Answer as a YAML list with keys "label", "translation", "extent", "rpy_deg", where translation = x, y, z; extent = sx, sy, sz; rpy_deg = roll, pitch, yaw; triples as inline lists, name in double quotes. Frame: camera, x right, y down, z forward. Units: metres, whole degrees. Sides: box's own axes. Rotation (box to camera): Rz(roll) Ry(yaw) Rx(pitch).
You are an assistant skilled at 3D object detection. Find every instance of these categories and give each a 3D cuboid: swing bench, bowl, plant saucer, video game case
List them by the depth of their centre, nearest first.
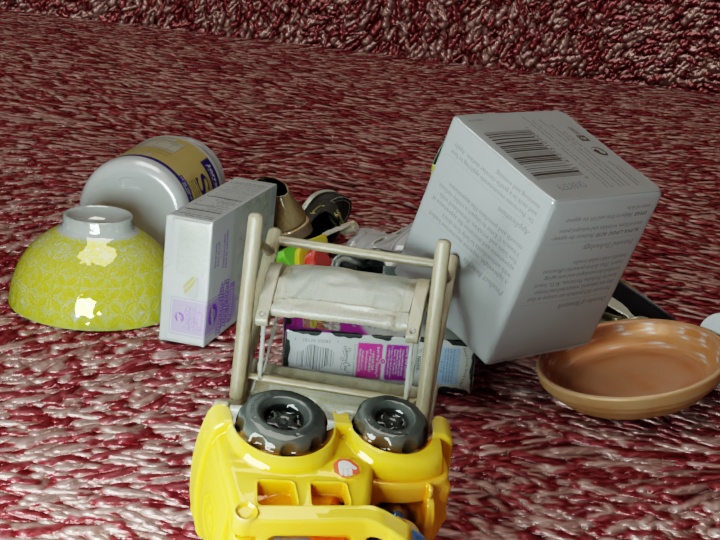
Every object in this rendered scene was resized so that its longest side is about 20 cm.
- label: "swing bench"
  translation: [-0.019, 0.062, 1.401]
  extent: [0.198, 0.200, 0.130]
  rpy_deg: [9, -5, 8]
- label: "plant saucer"
  translation: [0.285, 0.105, 1.513]
  extent: [0.200, 0.038, 0.200]
  rpy_deg: [-7, 20, 3]
- label: "bowl"
  translation: [-0.304, -0.014, 1.667]
  extent: [0.200, 0.108, 0.200]
  rpy_deg: [4, 17, -1]
- label: "video game case"
  translation: [0.275, -0.004, 1.768]
  extent: [0.200, 0.026, 0.181]
  rpy_deg: [31, 8, -23]

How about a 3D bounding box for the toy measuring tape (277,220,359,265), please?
- label: "toy measuring tape"
  translation: [-0.051, -0.007, 1.772]
  extent: [0.073, 0.074, 0.200]
  rpy_deg: [14, 20, 26]

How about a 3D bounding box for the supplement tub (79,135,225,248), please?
- label: "supplement tub"
  translation: [-0.262, -0.094, 1.868]
  extent: [0.145, 0.146, 0.200]
  rpy_deg: [8, 18, 10]

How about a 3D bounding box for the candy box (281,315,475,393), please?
- label: "candy box"
  translation: [0.016, 0.075, 1.549]
  extent: [0.200, 0.061, 0.136]
  rpy_deg: [4, 17, -3]

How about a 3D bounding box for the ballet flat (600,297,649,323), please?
- label: "ballet flat"
  translation: [0.258, 0.049, 1.691]
  extent: [0.069, 0.070, 0.200]
  rpy_deg: [-10, 23, -39]

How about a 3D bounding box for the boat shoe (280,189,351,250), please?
- label: "boat shoe"
  translation: [-0.058, -0.054, 1.924]
  extent: [0.060, 0.072, 0.201]
  rpy_deg: [10, 26, 26]

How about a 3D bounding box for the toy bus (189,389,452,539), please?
- label: "toy bus"
  translation: [-0.018, 0.195, 1.074]
  extent: [0.200, 0.136, 0.192]
  rpy_deg: [3, 30, -15]

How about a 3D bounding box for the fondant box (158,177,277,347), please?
- label: "fondant box"
  translation: [-0.159, -0.013, 1.642]
  extent: [0.058, 0.145, 0.200]
  rpy_deg: [11, 19, 16]

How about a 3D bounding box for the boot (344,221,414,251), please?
- label: "boot"
  translation: [0.046, -0.040, 1.902]
  extent: [0.095, 0.074, 0.200]
  rpy_deg: [11, 16, 20]

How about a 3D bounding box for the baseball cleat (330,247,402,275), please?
- label: "baseball cleat"
  translation: [0.000, 0.000, 1.653]
  extent: [0.106, 0.070, 0.200]
  rpy_deg: [8, -11, -28]

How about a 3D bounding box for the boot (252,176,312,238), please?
- label: "boot"
  translation: [-0.127, -0.092, 1.847]
  extent: [0.074, 0.076, 0.200]
  rpy_deg: [-31, 24, -21]

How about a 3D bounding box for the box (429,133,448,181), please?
- label: "box"
  translation: [0.108, -0.072, 1.809]
  extent: [0.048, 0.200, 0.117]
  rpy_deg: [7, 18, 8]

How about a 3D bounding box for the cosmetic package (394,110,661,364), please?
- label: "cosmetic package"
  translation: [0.169, -0.038, 1.497]
  extent: [0.165, 0.200, 0.165]
  rpy_deg: [-8, 41, -39]

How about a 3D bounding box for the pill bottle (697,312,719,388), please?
- label: "pill bottle"
  translation: [0.468, 0.077, 1.583]
  extent: [0.200, 0.111, 0.111]
  rpy_deg: [-6, 20, -30]
